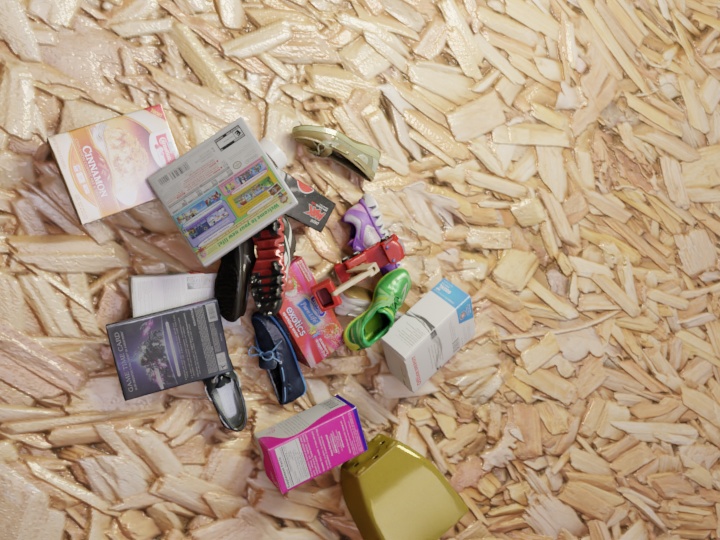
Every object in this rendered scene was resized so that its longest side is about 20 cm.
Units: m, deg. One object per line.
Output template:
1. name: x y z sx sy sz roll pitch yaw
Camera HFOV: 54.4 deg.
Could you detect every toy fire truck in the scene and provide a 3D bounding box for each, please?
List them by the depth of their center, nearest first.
1. toy fire truck: 0.000 0.000 1.362 0.198 0.141 0.049 -27 103 2

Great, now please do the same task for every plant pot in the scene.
1. plant pot: 0.066 0.462 1.465 0.195 0.194 0.201 -36 99 -19

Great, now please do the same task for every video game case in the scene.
1. video game case: -0.239 -0.137 1.220 0.199 0.022 0.183 -34 89 -5
2. video game case: -0.344 0.142 1.270 0.197 0.019 0.145 -14 106 -16

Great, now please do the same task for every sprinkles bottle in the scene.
1. sprinkles bottle: -0.227 -0.161 1.331 0.200 0.068 0.068 -49 112 -14

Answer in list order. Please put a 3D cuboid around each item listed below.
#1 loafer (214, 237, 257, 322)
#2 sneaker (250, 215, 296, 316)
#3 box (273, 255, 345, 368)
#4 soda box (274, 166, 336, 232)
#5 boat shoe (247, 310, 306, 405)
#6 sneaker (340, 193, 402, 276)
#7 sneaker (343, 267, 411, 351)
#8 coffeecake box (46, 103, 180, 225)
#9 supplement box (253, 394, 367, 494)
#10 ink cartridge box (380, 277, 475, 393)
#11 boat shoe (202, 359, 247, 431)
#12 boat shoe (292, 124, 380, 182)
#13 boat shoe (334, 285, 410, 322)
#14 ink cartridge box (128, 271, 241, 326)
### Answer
1. loafer: -0.218 -0.005 1.295 0.071 0.072 0.203 3 95 -48
2. sneaker: -0.156 -0.018 1.283 0.070 0.098 0.204 -3 87 19
3. box: -0.122 0.078 1.386 0.099 0.095 0.202 -34 107 -20
4. soda box: -0.138 -0.143 1.333 0.199 0.063 0.071 26 93 -50
5. boat shoe: -0.168 0.176 1.378 0.068 0.084 0.202 -34 106 -31
6. sneaker: 0.020 -0.053 1.460 0.088 0.080 0.202 -27 100 -14
7. sneaker: 0.049 0.082 1.391 0.074 0.083 0.201 48 65 -25
8. coffeecake box: -0.422 -0.186 1.232 0.198 0.073 0.156 -24 103 -23
9. supplement box: -0.101 0.347 1.416 0.198 0.101 0.105 -20 103 -22
10. ink cartridge box: 0.146 0.139 1.495 0.199 0.083 0.146 -40 144 -18
11. boat shoe: -0.265 0.215 1.348 0.075 0.060 0.202 -29 106 -20
12. boat shoe: -0.049 -0.238 1.411 0.199 0.073 0.064 17 82 -33
13. boat shoe: 0.029 0.084 1.482 0.198 0.071 0.070 18 113 -33
14. ink cartridge box: -0.328 0.059 1.312 0.197 0.050 0.111 -5 96 -26
